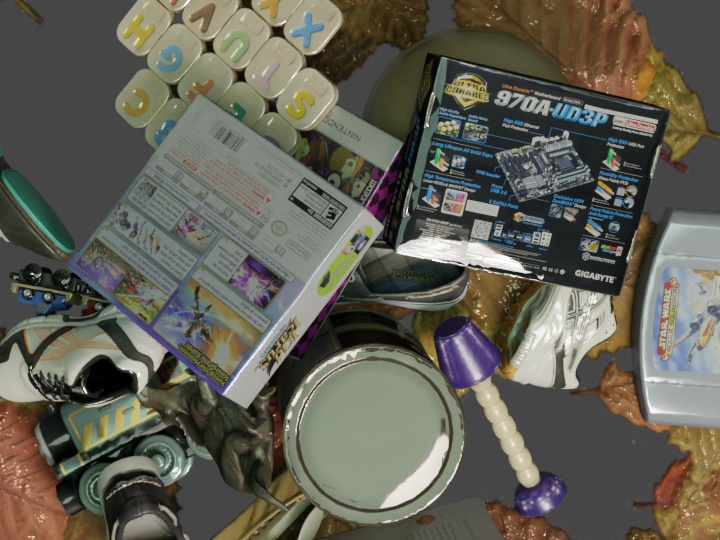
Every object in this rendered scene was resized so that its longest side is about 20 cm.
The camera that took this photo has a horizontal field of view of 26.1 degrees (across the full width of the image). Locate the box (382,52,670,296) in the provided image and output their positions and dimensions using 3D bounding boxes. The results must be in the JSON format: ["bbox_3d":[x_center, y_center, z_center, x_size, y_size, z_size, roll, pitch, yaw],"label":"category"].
[{"bbox_3d":[0.132,-0.075,1.243,0.200,0.046,0.159,11,101,-13],"label":"box"}]

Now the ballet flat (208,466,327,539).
[{"bbox_3d":[-0.092,0.243,1.351,0.200,0.063,0.069,-46,140,-26],"label":"ballet flat"}]

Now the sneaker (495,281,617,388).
[{"bbox_3d":[0.198,0.016,1.384,0.088,0.076,0.200,20,112,-18],"label":"sneaker"}]

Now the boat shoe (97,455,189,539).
[{"bbox_3d":[-0.180,0.240,1.336,0.074,0.060,0.200,-15,138,-13],"label":"boat shoe"}]

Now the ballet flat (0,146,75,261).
[{"bbox_3d":[-0.325,-0.079,1.339,0.068,0.068,0.200,-34,88,10],"label":"ballet flat"}]

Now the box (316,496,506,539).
[{"bbox_3d":[0.035,0.291,1.363,0.200,0.152,0.107,-14,97,-2],"label":"box"}]

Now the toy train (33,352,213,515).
[{"bbox_3d":[-0.188,0.135,1.367,0.200,0.085,0.114,-28,86,1],"label":"toy train"}]

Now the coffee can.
[{"bbox_3d":[0.003,0.118,1.316,0.146,0.200,0.147,-1,97,-5],"label":"coffee can"}]

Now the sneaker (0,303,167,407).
[{"bbox_3d":[-0.248,0.080,1.316,0.200,0.080,0.074,-18,124,32],"label":"sneaker"}]

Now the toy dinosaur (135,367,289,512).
[{"bbox_3d":[-0.099,0.132,1.256,0.077,0.200,0.102,-25,139,-34],"label":"toy dinosaur"}]

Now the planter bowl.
[{"bbox_3d":[0.105,-0.109,1.330,0.200,0.135,0.201,-1,98,-5],"label":"planter bowl"}]

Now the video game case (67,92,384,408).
[{"bbox_3d":[-0.111,-0.019,1.242,0.200,0.045,0.181,36,87,30],"label":"video game case"}]

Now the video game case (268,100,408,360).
[{"bbox_3d":[-0.063,-0.052,1.315,0.036,0.181,0.200,27,96,-49],"label":"video game case"}]

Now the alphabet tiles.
[{"bbox_3d":[-0.115,-0.178,1.320,0.200,0.015,0.196,44,100,16],"label":"alphabet tiles"}]

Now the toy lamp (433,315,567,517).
[{"bbox_3d":[0.121,0.129,1.374,0.058,0.058,0.200,-30,112,-1],"label":"toy lamp"}]

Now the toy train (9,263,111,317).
[{"bbox_3d":[-0.214,0.032,1.346,0.200,0.034,0.046,11,85,13],"label":"toy train"}]

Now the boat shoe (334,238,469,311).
[{"bbox_3d":[0.000,0.000,1.358,0.200,0.066,0.070,7,69,-6],"label":"boat shoe"}]

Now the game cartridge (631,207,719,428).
[{"bbox_3d":[0.317,0.045,1.416,0.133,0.042,0.200,4,97,-9],"label":"game cartridge"}]
